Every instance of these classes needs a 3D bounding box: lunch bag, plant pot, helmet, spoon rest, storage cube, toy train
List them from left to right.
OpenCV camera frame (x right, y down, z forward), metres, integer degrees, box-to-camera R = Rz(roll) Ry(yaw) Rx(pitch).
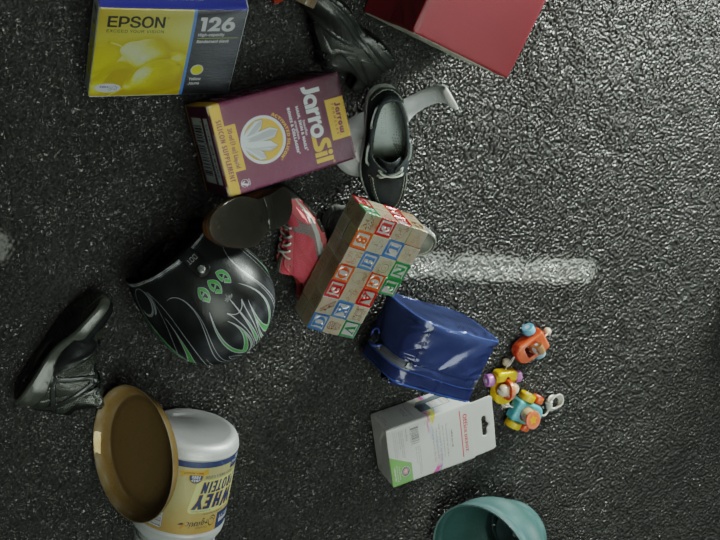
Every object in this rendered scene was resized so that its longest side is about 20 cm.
[{"bbox_3d":[-0.321,0.264,1.664,0.027,0.200,0.200,-4,114,-46],"label":"plant pot"},{"bbox_3d":[-0.214,0.040,1.624,0.200,0.200,0.191,-40,111,-6],"label":"helmet"},{"bbox_3d":[0.048,-0.214,1.729,0.200,0.061,0.099,-31,120,4],"label":"spoon rest"},{"bbox_3d":[0.102,0.130,1.842,0.200,0.136,0.132,17,102,-30],"label":"lunch bag"},{"bbox_3d":[0.144,-0.398,1.623,0.200,0.171,0.180,20,101,-31],"label":"storage cube"},{"bbox_3d":[0.248,0.487,2.046,0.134,0.200,0.201,-19,121,-49],"label":"plant pot"},{"bbox_3d":[0.301,0.199,2.016,0.150,0.056,0.200,-31,120,-11],"label":"toy train"}]

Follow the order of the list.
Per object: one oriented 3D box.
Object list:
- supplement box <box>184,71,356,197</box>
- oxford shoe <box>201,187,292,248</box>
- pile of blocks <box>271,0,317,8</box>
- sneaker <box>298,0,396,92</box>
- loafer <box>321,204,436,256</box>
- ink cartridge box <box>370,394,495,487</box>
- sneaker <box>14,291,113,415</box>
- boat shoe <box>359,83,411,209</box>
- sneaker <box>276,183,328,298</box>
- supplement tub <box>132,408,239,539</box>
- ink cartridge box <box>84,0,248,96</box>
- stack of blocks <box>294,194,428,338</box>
[{"bbox_3d":[-0.125,-0.191,1.600,0.200,0.103,0.131,-20,106,-22],"label":"supplement box"},{"bbox_3d":[-0.169,-0.071,1.585,0.200,0.071,0.071,-26,115,-64],"label":"oxford shoe"},{"bbox_3d":[-0.129,-0.393,1.514,0.200,0.082,0.062,24,101,-9],"label":"pile of blocks"},{"bbox_3d":[-0.037,-0.329,1.625,0.091,0.076,0.200,-43,119,8],"label":"sneaker"},{"bbox_3d":[0.035,-0.053,1.772,0.200,0.070,0.070,9,106,-29],"label":"loafer"},{"bbox_3d":[0.125,0.274,1.954,0.200,0.067,0.117,-16,116,-18],"label":"ink cartridge box"},{"bbox_3d":[-0.393,0.124,1.637,0.114,0.076,0.200,30,98,-34],"label":"sneaker"},{"bbox_3d":[0.037,-0.169,1.680,0.076,0.060,0.200,-12,120,-8],"label":"boat shoe"},{"bbox_3d":[-0.092,-0.034,1.717,0.087,0.074,0.200,-31,121,-10],"label":"sneaker"},{"bbox_3d":[-0.268,0.325,1.738,0.144,0.144,0.200,3,109,-27],"label":"supplement tub"},{"bbox_3d":[-0.250,-0.314,1.494,0.197,0.047,0.200,-5,142,-23],"label":"ink cartridge box"},{"bbox_3d":[0.000,0.000,1.707,0.115,0.059,0.200,16,111,-33],"label":"stack of blocks"}]
